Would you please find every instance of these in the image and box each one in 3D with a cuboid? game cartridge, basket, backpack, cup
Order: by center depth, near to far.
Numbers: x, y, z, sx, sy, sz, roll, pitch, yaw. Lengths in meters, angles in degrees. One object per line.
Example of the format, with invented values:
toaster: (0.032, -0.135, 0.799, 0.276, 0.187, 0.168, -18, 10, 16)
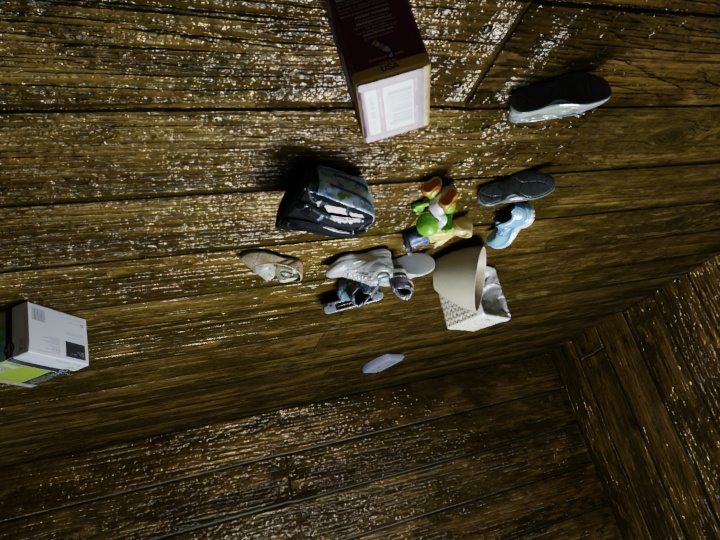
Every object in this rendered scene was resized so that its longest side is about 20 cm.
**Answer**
backpack: (-0.061, -0.140, 1.213, 0.197, 0.156, 0.163, 21, 140, -22)
cup: (0.307, 0.019, 1.782, 0.140, 0.204, 0.200, 6, 165, 20)
game cartridge: (-0.027, 0.104, 1.866, 0.196, 0.042, 0.133, -15, 172, -6)
basket: (0.388, 0.098, 1.971, 0.160, 0.203, 0.196, -29, 154, 35)
game cartridge: (0.107, 0.461, 2.836, 0.199, 0.041, 0.132, -34, 155, 36)

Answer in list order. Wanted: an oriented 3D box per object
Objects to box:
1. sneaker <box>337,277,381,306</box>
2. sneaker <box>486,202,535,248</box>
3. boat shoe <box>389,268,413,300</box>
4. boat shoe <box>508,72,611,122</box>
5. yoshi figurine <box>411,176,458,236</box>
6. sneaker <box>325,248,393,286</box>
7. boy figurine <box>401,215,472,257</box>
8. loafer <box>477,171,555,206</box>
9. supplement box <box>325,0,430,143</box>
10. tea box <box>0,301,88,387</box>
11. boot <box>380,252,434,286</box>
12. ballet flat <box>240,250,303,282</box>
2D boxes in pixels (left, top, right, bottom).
sneaker: (-0.018, 0.064, 1.710, 0.079, 0.097, 0.199, 30, 148, -20)
sneaker: (0.414, -0.138, 1.640, 0.088, 0.080, 0.201, 13, 145, -16)
boat shoe: (0.122, 0.058, 1.706, 0.071, 0.064, 0.200, -9, 157, 8)
boat shoe: (0.396, -0.339, 1.138, 0.198, 0.076, 0.065, -13, 164, 2)
yoshi figurine: (0.183, -0.141, 1.415, 0.110, 0.115, 0.200, -1, 161, 6)
sneaker: (0.000, 0.000, 1.609, 0.196, 0.101, 0.075, -13, 160, -5)
boy figurine: (0.216, -0.097, 1.581, 0.196, 0.066, 0.125, -15, 155, 4)
loafer: (0.396, -0.208, 1.463, 0.196, 0.073, 0.063, -10, 178, 4)
supplement box: (0.022, -0.305, 0.782, 0.101, 0.203, 0.131, -15, 158, 1)
tea box: (-0.836, 0.193, 1.435, 0.194, 0.136, 0.200, -21, 157, 9)
boot: (0.130, 0.000, 1.754, 0.196, 0.075, 0.096, -8, 164, 2)
ballet flat: (-0.223, -0.005, 1.488, 0.198, 0.066, 0.070, 8, 148, -45)
